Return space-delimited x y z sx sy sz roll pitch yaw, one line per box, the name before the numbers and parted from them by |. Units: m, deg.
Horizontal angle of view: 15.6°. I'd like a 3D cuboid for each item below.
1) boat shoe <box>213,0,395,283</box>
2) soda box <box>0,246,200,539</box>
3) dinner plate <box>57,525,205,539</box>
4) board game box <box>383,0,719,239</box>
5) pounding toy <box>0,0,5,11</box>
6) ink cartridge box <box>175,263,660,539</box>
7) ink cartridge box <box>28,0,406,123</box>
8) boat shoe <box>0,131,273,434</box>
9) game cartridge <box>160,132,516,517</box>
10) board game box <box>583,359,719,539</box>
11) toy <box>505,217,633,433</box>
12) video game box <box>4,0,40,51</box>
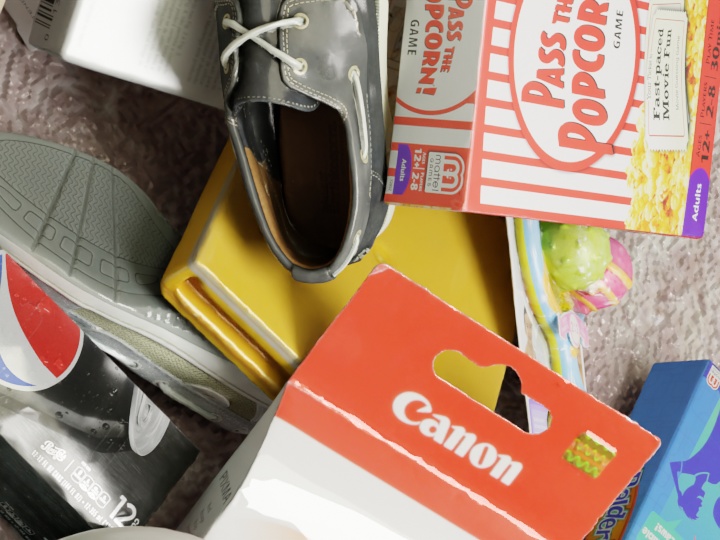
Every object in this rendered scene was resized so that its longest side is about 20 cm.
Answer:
boat shoe | -0.028 -0.093 1.108 0.068 0.072 0.200 -46 129 -60
soda box | -0.166 0.036 1.120 0.200 0.071 0.063 47 59 -18
dinner plate | -0.102 0.202 1.068 0.024 0.200 0.201 33 58 -66
board game box | 0.094 -0.096 1.188 0.200 0.046 0.152 3 93 -52
pounding toy | -0.277 -0.107 1.022 0.200 0.184 0.142 34 61 -31
ink cartridge box | 0.016 0.121 1.139 0.162 0.050 0.200 32 107 -17
ink cartridge box | -0.030 -0.146 1.171 0.200 0.047 0.160 16 96 -30
boat shoe | -0.105 0.011 1.171 0.202 0.065 0.075 31 42 -26
game cartridge | 0.000 0.000 1.220 0.176 0.032 0.200 45 34 -19
board game box | 0.169 0.170 1.328 0.152 0.045 0.200 42 61 -28
toy | 0.107 0.003 1.293 0.115 0.047 0.200 18 69 -70
video game box | -0.126 -0.230 1.214 0.200 0.047 0.182 -43 107 -32
